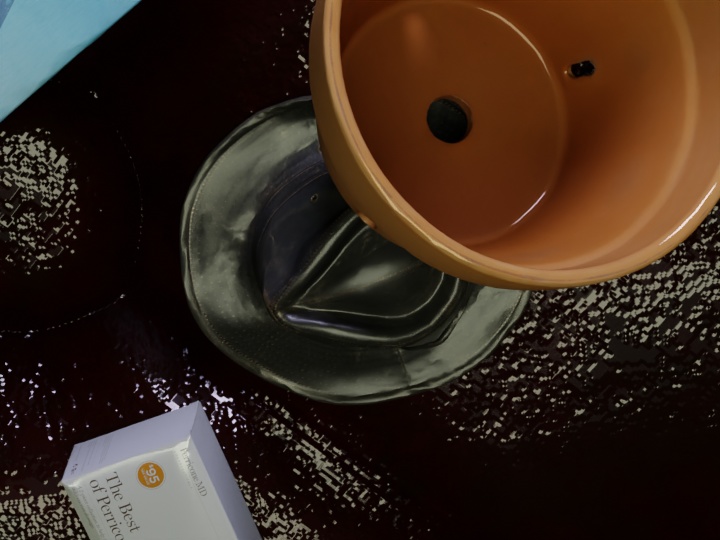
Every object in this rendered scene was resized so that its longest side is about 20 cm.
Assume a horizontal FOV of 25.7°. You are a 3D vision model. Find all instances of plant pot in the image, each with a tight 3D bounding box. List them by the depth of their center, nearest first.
[{"bbox_3d":[0.062,-0.083,0.740,0.198,0.140,0.202,2,81,-16],"label":"plant pot"}]

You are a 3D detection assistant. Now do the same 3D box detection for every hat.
[{"bbox_3d":[0.000,0.000,0.836,0.199,0.081,0.202,0,111,0],"label":"hat"}]

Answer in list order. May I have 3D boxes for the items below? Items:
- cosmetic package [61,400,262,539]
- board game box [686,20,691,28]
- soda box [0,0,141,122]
[{"bbox_3d":[-0.093,0.183,0.917,0.082,0.051,0.201,-21,108,6],"label":"cosmetic package"},{"bbox_3d":[0.221,-0.182,0.758,0.030,0.095,0.201,35,111,10],"label":"board game box"},{"bbox_3d":[-0.163,-0.137,0.796,0.200,0.064,0.068,-38,106,12],"label":"soda box"}]
